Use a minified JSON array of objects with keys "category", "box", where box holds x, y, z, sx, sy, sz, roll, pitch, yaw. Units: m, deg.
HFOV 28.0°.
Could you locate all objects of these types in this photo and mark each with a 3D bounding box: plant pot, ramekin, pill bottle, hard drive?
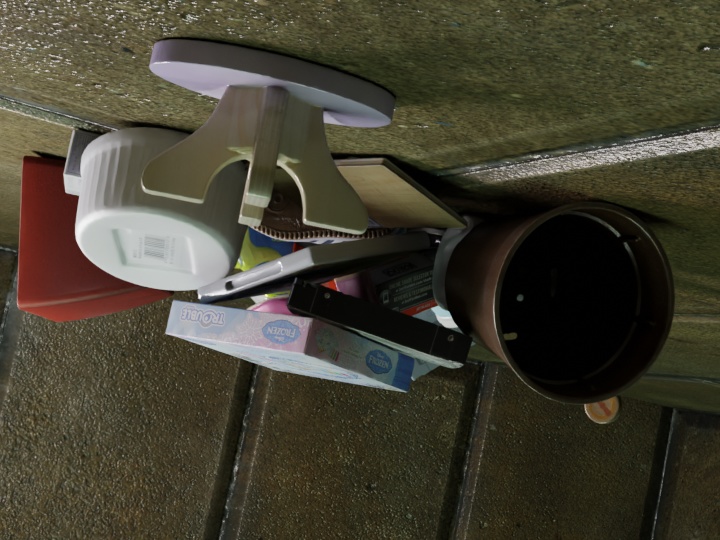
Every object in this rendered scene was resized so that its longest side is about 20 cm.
[{"category":"plant pot","box":[-0.346,-0.038,1.948,0.175,0.202,0.200,1,173,4]},{"category":"ramekin","box":[-0.215,-0.060,1.578,0.199,0.098,0.201,6,152,3]},{"category":"plant pot","box":[0.190,0.024,1.509,0.199,0.202,0.198,14,180,-20]},{"category":"pill bottle","box":[0.194,0.012,1.674,0.199,0.115,0.114,14,173,-20]},{"category":"hard drive","box":[0.019,0.059,1.570,0.199,0.038,0.140,20,175,0]}]

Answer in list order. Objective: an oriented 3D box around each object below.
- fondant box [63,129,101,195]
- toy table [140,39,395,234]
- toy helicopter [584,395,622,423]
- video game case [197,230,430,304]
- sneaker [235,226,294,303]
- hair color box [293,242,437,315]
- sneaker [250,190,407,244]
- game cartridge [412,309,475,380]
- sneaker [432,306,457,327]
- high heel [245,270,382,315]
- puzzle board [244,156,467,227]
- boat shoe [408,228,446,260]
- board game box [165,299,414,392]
[{"category":"fondant box","box":[-0.248,-0.106,1.710,0.198,0.059,0.144,12,173,-9]},{"category":"toy table","box":[-0.079,-0.103,1.167,0.198,0.118,0.184,10,174,5]},{"category":"toy helicopter","box":[0.289,0.095,1.833,0.131,0.202,0.079,-9,167,19]},{"category":"video game case","box":[-0.050,-0.004,1.597,0.181,0.023,0.199,-19,173,40]},{"category":"sneaker","box":[-0.099,-0.013,1.780,0.076,0.105,0.200,31,164,34]},{"category":"hair color box","box":[0.000,0.000,1.787,0.101,0.062,0.200,-18,-153,-30]},{"category":"sneaker","box":[-0.039,-0.057,1.704,0.198,0.071,0.108,7,171,16]},{"category":"game cartridge","box":[0.118,0.060,1.936,0.041,0.199,0.134,59,179,38]},{"category":"sneaker","box":[0.161,0.010,1.805,0.199,0.074,0.082,-23,123,30]},{"category":"high heel","box":[-0.058,0.070,1.702,0.199,0.097,0.067,-17,175,23]},{"category":"puzzle board","box":[-0.005,-0.083,1.528,0.199,0.018,0.150,2,159,42]},{"category":"boat shoe","box":[0.076,-0.023,1.819,0.074,0.061,0.199,13,174,-38]},{"category":"board game box","box":[-0.075,0.083,1.589,0.199,0.044,0.199,6,170,36]}]
